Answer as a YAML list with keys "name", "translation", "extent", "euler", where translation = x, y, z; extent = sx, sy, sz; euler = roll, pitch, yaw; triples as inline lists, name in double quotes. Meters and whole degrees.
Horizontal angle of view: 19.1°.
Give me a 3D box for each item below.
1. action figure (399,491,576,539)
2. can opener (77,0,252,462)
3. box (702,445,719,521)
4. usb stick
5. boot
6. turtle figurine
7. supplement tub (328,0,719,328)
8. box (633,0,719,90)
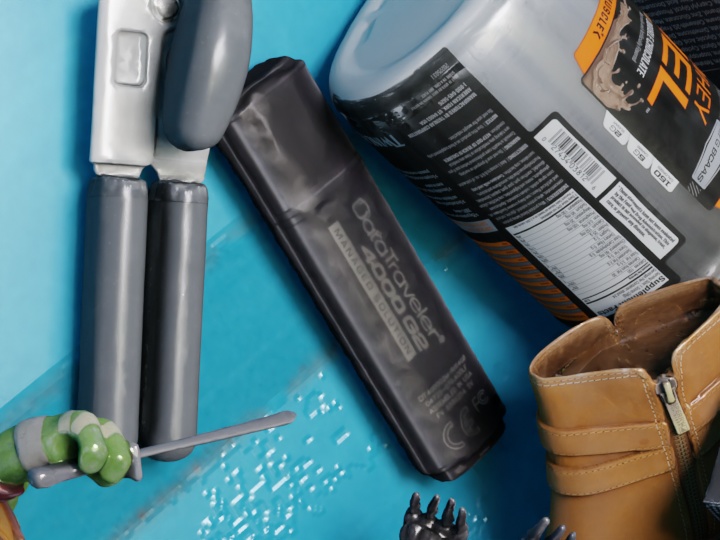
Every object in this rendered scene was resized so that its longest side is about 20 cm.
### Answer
- name: "action figure"
  translation: [0.003, 0.168, 0.813]
  extent: [0.200, 0.119, 0.102]
  euler: [-53, 152, -37]
- name: "can opener"
  translation: [-0.083, -0.022, 0.859]
  extent: [0.053, 0.066, 0.200]
  euler: [4, 93, -27]
- name: "box"
  translation: [0.227, 0.071, 0.932]
  extent: [0.200, 0.044, 0.160]
  euler: [42, 61, -46]
- name: "usb stick"
  translation: [0.000, 0.000, 0.922]
  extent: [0.055, 0.033, 0.200]
  euler: [-41, 109, -31]
- name: "boot"
  translation: [0.096, 0.100, 0.913]
  extent: [0.200, 0.074, 0.155]
  euler: [-35, 130, -10]
- name: "turtle figurine"
  translation: [-0.105, 0.130, 0.762]
  extent: [0.200, 0.144, 0.194]
  euler: [29, 32, -13]
- name: "supplement tub"
  translation: [0.093, -0.054, 0.925]
  extent: [0.200, 0.123, 0.123]
  euler: [42, 70, -24]
- name: "box"
  translation: [0.189, -0.167, 0.991]
  extent: [0.148, 0.107, 0.200]
  euler: [-47, 110, -23]
